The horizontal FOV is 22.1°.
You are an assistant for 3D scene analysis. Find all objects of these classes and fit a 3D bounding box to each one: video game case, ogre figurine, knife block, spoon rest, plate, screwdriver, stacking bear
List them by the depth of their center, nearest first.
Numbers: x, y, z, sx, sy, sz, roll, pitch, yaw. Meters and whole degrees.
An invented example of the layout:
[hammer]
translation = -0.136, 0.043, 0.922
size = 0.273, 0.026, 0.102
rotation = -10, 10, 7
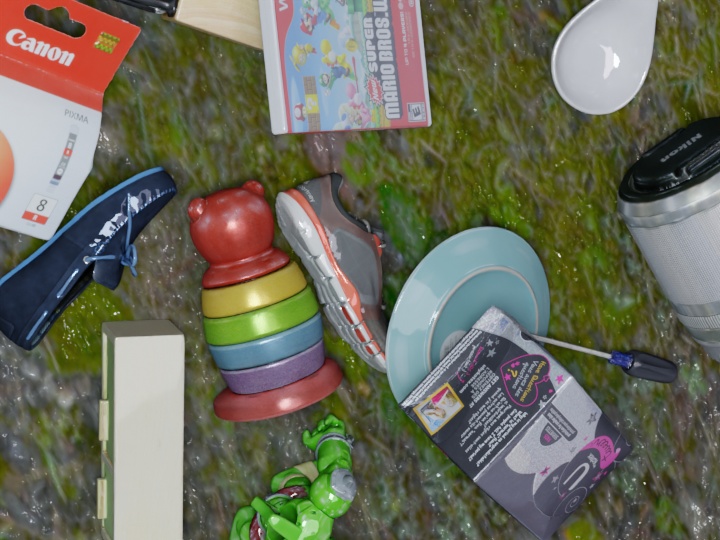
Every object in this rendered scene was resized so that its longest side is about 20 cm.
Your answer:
[knife block]
translation = -0.134, -0.231, 1.610
size = 0.175, 0.064, 0.201
rotation = -29, 107, -10
[video game case]
translation = -0.011, -0.194, 1.614
size = 0.199, 0.017, 0.144
rotation = -8, 93, -49
[stacking bear]
translation = -0.096, 0.023, 1.647
size = 0.121, 0.114, 0.201
rotation = -19, 100, -14
[ogre figurine]
translation = -0.066, 0.234, 1.682
size = 0.200, 0.120, 0.098
rotation = -36, 108, -8
[plate]
translation = 0.109, 0.059, 1.722
size = 0.199, 0.026, 0.201
rotation = -14, 115, -34
[spoon rest]
translation = 0.243, -0.244, 1.728
size = 0.099, 0.061, 0.201
rotation = 19, 92, -19
[screwdriver]
translation = 0.229, 0.082, 1.777
size = 0.199, 0.029, 0.028
rotation = 12, 120, -34

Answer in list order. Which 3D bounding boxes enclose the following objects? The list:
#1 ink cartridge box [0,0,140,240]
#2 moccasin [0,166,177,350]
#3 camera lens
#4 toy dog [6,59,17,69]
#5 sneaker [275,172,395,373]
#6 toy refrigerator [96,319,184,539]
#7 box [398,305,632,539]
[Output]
[ink cartridge box]
translation = -0.282, -0.133, 1.535
size = 0.162, 0.050, 0.200
rotation = 18, 113, -43
[moccasin]
translation = -0.232, -0.007, 1.610
size = 0.200, 0.080, 0.068
rotation = -41, 77, 5
[camera lens]
translation = 0.348, -0.034, 1.744
size = 0.160, 0.160, 0.201
rotation = -35, 108, -9
[toy dog]
translation = -0.386, -0.195, 1.529
size = 0.199, 0.096, 0.133
rotation = -14, 122, -27
[sneaker]
translation = 0.000, 0.000, 1.689
size = 0.082, 0.077, 0.201
rotation = -33, 109, -18
[toy refrigerator]
translation = -0.199, 0.150, 1.649
size = 0.070, 0.076, 0.201
rotation = -2, 101, -17
[box]
translation = 0.147, 0.144, 1.683
size = 0.132, 0.115, 0.200
rotation = -46, 147, -1
